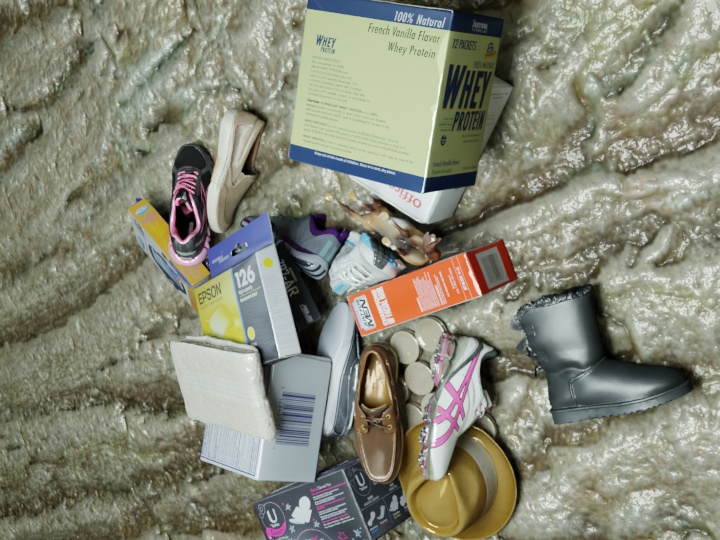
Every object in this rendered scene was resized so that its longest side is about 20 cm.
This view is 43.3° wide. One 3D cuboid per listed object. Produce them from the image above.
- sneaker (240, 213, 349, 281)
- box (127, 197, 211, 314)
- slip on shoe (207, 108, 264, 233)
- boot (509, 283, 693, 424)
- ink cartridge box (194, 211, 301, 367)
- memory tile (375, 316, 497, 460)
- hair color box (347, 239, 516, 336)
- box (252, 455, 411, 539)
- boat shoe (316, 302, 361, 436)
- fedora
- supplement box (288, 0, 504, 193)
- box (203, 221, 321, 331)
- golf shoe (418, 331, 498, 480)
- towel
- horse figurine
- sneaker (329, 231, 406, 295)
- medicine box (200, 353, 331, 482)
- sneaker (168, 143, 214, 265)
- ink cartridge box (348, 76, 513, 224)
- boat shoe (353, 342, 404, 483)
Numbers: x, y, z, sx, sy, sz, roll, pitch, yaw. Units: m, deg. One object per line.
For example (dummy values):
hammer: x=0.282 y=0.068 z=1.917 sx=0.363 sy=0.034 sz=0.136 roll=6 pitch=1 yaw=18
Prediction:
sneaker: x=-0.098 y=-0.055 z=1.378 sx=0.200 sy=0.074 sz=0.088 roll=29 pitch=75 yaw=41
box: x=-0.318 y=-0.030 z=1.498 sx=0.200 sy=0.041 sz=0.119 roll=45 pitch=159 yaw=16
slip on shoe: x=-0.191 y=-0.148 z=1.407 sx=0.060 sy=0.076 sz=0.201 roll=15 pitch=109 yaw=7
boot: x=0.294 y=0.097 z=1.131 sx=0.198 sy=0.073 sz=0.163 roll=-19 pitch=87 yaw=36
ink cartridge box: x=-0.170 y=0.043 z=1.281 sx=0.197 sy=0.047 sz=0.201 roll=-26 pitch=77 yaw=52
memory tile: x=0.100 y=0.177 z=1.313 sx=0.153 sy=0.017 sz=0.201 roll=-31 pitch=84 yaw=35
hair color box: x=0.095 y=0.023 z=1.222 sx=0.199 sy=0.111 sz=0.064 roll=-23 pitch=88 yaw=35
box: x=-0.040 y=0.358 z=1.381 sx=0.199 sy=0.132 sz=0.115 roll=-27 pitch=82 yaw=35
boat shoe: x=-0.024 y=0.150 z=1.361 sx=0.072 sy=0.067 sz=0.201 roll=-1 pitch=79 yaw=59
fedora: x=0.122 y=0.307 z=1.273 sx=0.200 sy=0.082 sz=0.202 roll=12 pitch=115 yaw=26
supplement box: x=0.040 y=-0.215 z=1.082 sx=0.199 sy=0.134 sz=0.201 roll=17 pitch=108 yaw=30
box: x=-0.154 y=0.026 z=1.377 sx=0.200 sy=0.043 sz=0.161 roll=-23 pitch=95 yaw=58
golf shoe: x=0.130 y=0.185 z=1.215 sx=0.092 sy=0.073 sz=0.201 roll=13 pitch=78 yaw=3
towel: x=-0.194 y=0.162 z=1.277 sx=0.199 sy=0.034 sz=0.133 roll=6 pitch=113 yaw=45
horse figurine: x=0.043 y=-0.054 z=1.191 sx=0.200 sy=0.132 sz=0.050 roll=37 pitch=97 yaw=41
sneaker: x=0.000 y=0.000 z=1.233 sx=0.075 sy=0.200 sz=0.087 roll=42 pitch=84 yaw=-8
medicine box: x=-0.146 y=0.211 z=1.368 sx=0.200 sy=0.102 sz=0.183 roll=-2 pitch=78 yaw=57
sneaker: x=-0.266 y=-0.113 z=1.413 sx=0.078 sy=0.095 sz=0.201 roll=-2 pitch=73 yaw=0
ink cartridge box: x=0.086 y=-0.184 z=1.193 sx=0.145 sy=0.087 sz=0.201 roll=35 pitch=116 yaw=23
boat shoe: x=0.021 y=0.203 z=1.290 sx=0.072 sy=0.068 sz=0.201 roll=-2 pitch=86 yaw=12
